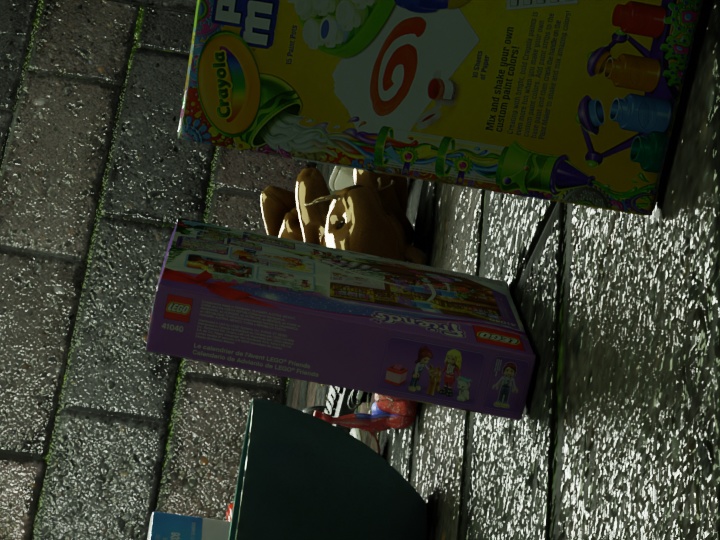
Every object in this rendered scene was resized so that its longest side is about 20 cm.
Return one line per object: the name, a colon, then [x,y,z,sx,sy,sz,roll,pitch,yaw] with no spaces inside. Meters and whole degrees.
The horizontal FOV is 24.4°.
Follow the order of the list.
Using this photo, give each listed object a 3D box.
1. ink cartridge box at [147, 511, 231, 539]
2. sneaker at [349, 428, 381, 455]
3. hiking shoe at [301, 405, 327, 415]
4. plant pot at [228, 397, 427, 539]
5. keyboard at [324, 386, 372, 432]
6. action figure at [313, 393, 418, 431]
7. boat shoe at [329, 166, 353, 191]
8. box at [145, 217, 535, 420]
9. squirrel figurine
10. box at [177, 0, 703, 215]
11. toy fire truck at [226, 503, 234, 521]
ink cartridge box: [-0.093,0.301,1.430,0.084,0.200,0.145,-104,23,-74]
sneaker: [-0.041,0.230,1.512,0.200,0.082,0.078,-63,3,-10]
hiking shoe: [-0.040,0.242,1.802,0.101,0.076,0.200,-104,13,-58]
plant pot: [-0.026,0.199,1.180,0.200,0.135,0.201,-172,90,-86]
keyboard: [0.001,0.065,1.641,0.127,0.021,0.200,-143,65,-71]
action figure: [-0.003,0.100,1.373,0.200,0.099,0.065,138,140,-79]
boat shoe: [0.022,-0.129,1.643,0.063,0.073,0.200,-61,5,-26]
box: [-0.012,0.024,0.911,0.137,0.200,0.039,-95,16,-74]
squirrel figurine: [0.000,0.000,1.483,0.187,0.141,0.200,-159,64,-75]
box: [0.038,-0.147,0.668,0.122,0.192,0.200,-93,13,-70]
toy fire truck: [-0.101,0.373,2.104,0.200,0.112,0.168,112,148,-75]
